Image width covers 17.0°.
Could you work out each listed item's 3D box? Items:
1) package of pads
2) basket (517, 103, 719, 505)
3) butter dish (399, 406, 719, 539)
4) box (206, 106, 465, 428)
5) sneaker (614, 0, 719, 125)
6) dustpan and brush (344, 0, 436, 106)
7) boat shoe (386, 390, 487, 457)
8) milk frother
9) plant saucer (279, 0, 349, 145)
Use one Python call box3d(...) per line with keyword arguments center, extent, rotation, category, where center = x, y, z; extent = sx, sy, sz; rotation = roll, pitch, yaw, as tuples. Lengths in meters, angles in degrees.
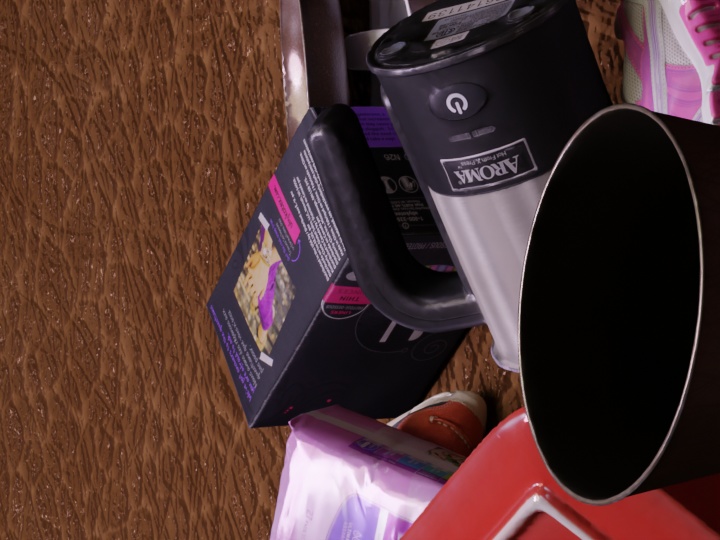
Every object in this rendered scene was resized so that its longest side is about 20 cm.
box3d(center=(0.039, 0.169, 1.429), extent=(0.200, 0.076, 0.121), rotation=(20, 112, 27), category="package of pads")
box3d(center=(0.193, 0.015, 1.097), extent=(0.136, 0.200, 0.181), rotation=(39, 123, 55), category="basket")
box3d(center=(0.144, 0.143, 1.264), extent=(0.200, 0.148, 0.199), rotation=(37, 136, 2), category="butter dish")
box3d(center=(0.000, 0.000, 1.522), extent=(0.200, 0.122, 0.106), rotation=(-60, 42, 44), category="box")
box3d(center=(0.185, -0.086, 1.241), extent=(0.088, 0.081, 0.200), rotation=(122, 143, -51), category="sneaker")
box3d(center=(0.031, -0.142, 1.522), extent=(0.200, 0.057, 0.140), rotation=(1, 93, 61), category="dustpan and brush")
box3d(center=(0.020, 0.133, 1.559), extent=(0.063, 0.071, 0.200), rotation=(-58, 8, -33), category="boat shoe")
box3d(center=(0.091, -0.073, 1.336), extent=(0.180, 0.200, 0.188), rotation=(-4, 118, 41), category="milk frother")
box3d(center=(-0.030, -0.121, 1.604), extent=(0.200, 0.032, 0.200), rotation=(177, 90, -85), category="plant saucer")
